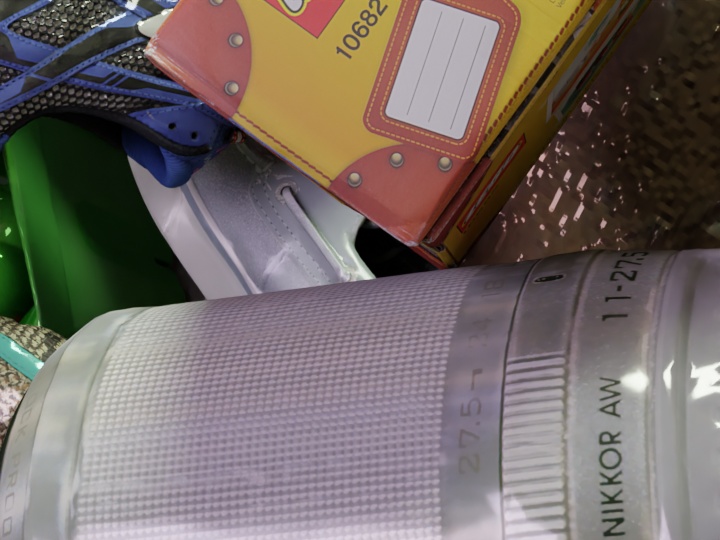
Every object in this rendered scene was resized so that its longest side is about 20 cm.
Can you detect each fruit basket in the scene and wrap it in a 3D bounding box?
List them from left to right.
[{"bbox_3d":[-0.157,-0.042,0.914,0.155,0.215,0.216,-29,63,36],"label":"fruit basket"}]

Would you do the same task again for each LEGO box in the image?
[{"bbox_3d":[0.046,-0.102,0.700,0.077,0.149,0.200,36,90,5],"label":"LEGO box"}]

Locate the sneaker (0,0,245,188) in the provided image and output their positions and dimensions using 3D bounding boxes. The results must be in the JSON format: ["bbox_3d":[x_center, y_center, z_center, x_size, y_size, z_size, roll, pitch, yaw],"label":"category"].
[{"bbox_3d":[-0.043,-0.063,0.829,0.075,0.199,0.079,168,97,-74],"label":"sneaker"}]

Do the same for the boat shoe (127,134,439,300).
[{"bbox_3d":[0.000,0.000,0.856,0.071,0.070,0.201,-43,60,18],"label":"boat shoe"}]

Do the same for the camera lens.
[{"bbox_3d":[0.019,0.080,0.714,0.200,0.160,0.160,-7,75,16],"label":"camera lens"}]

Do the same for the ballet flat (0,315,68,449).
[{"bbox_3d":[-0.099,0.074,0.867,0.075,0.068,0.200,38,151,19],"label":"ballet flat"}]
